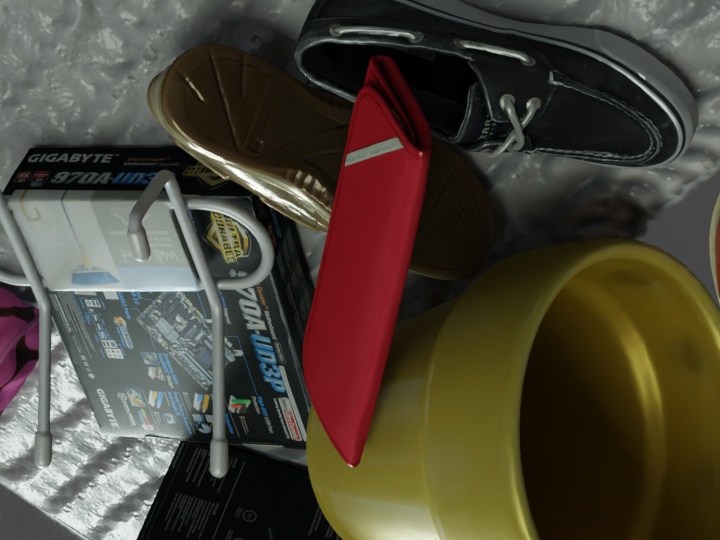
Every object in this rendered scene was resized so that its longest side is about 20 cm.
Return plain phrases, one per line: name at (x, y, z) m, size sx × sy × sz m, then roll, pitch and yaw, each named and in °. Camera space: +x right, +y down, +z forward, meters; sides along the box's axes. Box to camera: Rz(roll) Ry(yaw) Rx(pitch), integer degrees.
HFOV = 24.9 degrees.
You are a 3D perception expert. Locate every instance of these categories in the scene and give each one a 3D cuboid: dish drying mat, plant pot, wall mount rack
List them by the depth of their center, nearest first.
dish drying mat at (0.000, 0.000, 0.792) m, size 0.018 × 0.077 × 0.202 m, roll -6°, pitch 133°, yaw -22°
plant pot at (0.077, 0.092, 0.873) m, size 0.188 × 0.202 × 0.201 m, roll -9°, pitch 129°, yaw 46°
wall mount rack at (-0.141, 0.026, 0.900) m, size 0.198 × 0.075 × 0.175 m, roll 1°, pitch 130°, yaw 21°

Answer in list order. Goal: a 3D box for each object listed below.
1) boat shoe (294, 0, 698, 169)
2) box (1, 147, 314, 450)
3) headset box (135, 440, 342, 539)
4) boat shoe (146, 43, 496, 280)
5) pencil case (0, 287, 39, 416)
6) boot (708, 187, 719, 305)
boat shoe at (0.064, -0.086, 0.788) m, size 0.198 × 0.068 × 0.072 m, roll 22°, pitch 135°, yaw 1°
box at (-0.106, 0.019, 0.967) m, size 0.157 × 0.046 × 0.202 m, roll 1°, pitch 131°, yaw 20°
headset box at (-0.051, 0.220, 1.044) m, size 0.198 × 0.175 × 0.093 m, roll 15°, pitch 135°, yaw 5°
boat shoe at (-0.018, -0.058, 0.856) m, size 0.199 × 0.072 × 0.064 m, roll 30°, pitch 170°, yaw -19°
pencil case at (-0.297, 0.027, 1.014) m, size 0.198 × 0.094 × 0.091 m, roll 24°, pitch 135°, yaw -3°
boot at (0.206, -0.016, 0.774) m, size 0.074 × 0.108 × 0.201 m, roll 11°, pitch 136°, yaw 9°
